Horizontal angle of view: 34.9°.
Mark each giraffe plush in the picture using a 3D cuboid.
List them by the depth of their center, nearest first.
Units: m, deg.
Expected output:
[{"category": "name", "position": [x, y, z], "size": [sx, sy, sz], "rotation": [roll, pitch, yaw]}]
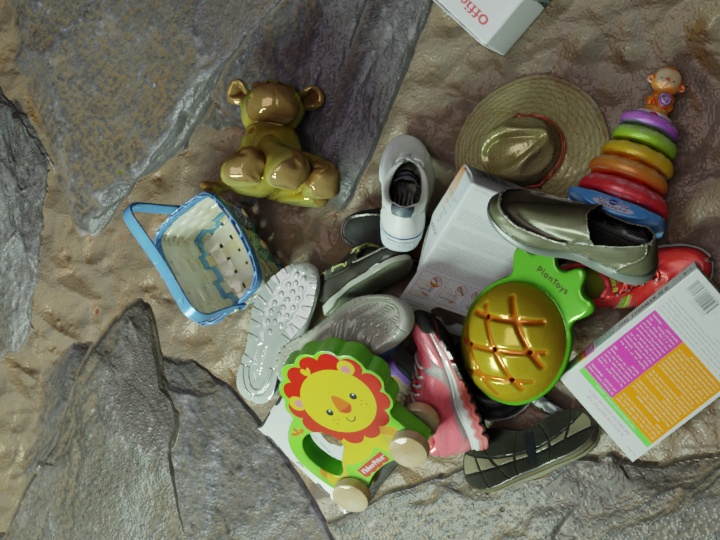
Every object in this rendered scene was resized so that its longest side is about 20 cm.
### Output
[{"category": "giraffe plush", "position": [-0.113, -0.177, 1.508], "size": [0.200, 0.172, 0.164], "rotation": [-6, 75, 59]}]

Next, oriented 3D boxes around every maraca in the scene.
[{"category": "maraca", "position": [0.189, 0.064, 1.322], "size": [0.137, 0.107, 0.201], "rotation": [39, 118, 20]}]

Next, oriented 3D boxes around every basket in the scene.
[{"category": "basket", "position": [-0.208, -0.018, 1.505], "size": [0.139, 0.200, 0.177], "rotation": [-40, 77, 28]}]

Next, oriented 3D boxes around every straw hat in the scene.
[{"category": "straw hat", "position": [0.193, -0.144, 1.379], "size": [0.200, 0.085, 0.203], "rotation": [0, 90, 26]}]

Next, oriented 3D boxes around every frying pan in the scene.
[{"category": "frying pan", "position": [0.199, 0.132, 1.403], "size": [0.188, 0.031, 0.116], "rotation": [6, 102, 13]}]

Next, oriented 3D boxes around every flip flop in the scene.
[{"category": "flip flop", "position": [0.208, 0.221, 1.385], "size": [0.199, 0.057, 0.082], "rotation": [-26, 49, 32]}]

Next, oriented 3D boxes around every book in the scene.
[{"category": "book", "position": [0.344, 0.104, 1.303], "size": [0.200, 0.048, 0.134], "rotation": [-41, 98, 18]}]

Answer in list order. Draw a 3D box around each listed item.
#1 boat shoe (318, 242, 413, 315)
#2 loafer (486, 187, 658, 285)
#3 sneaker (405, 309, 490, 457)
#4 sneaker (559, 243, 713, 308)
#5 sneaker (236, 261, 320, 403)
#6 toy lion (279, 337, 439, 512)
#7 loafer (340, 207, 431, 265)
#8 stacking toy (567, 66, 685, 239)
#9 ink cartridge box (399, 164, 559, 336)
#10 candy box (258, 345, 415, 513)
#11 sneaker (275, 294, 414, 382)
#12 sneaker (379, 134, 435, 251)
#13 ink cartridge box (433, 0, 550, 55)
[{"category": "boat shoe", "position": [0.000, 0.000, 1.440], "size": [0.201, 0.071, 0.061], "rotation": [-37, 62, 56]}, {"category": "loafer", "position": [0.237, -0.052, 1.259], "size": [0.199, 0.070, 0.075], "rotation": [19, 54, 8]}, {"category": "sneaker", "position": [0.086, 0.143, 1.359], "size": [0.086, 0.074, 0.201], "rotation": [-21, 112, 6]}, {"category": "sneaker", "position": [0.306, 0.015, 1.326], "size": [0.199, 0.085, 0.078], "rotation": [-10, 87, 26]}, {"category": "sneaker", "position": [-0.102, 0.077, 1.518], "size": [0.076, 0.080, 0.201], "rotation": [30, 105, 18]}, {"category": "toy lion", "position": [-0.020, 0.172, 1.343], "size": [0.191, 0.069, 0.200], "rotation": [38, 130, -8]}, {"category": "loafer", "position": [0.059, -0.042, 1.450], "size": [0.199, 0.072, 0.073], "rotation": [8, 94, 26]}, {"category": "stacking toy", "position": [0.326, -0.143, 1.320], "size": [0.115, 0.110, 0.201], "rotation": [22, 86, 16]}, {"category": "ink cartridge box", "position": [0.146, -0.013, 1.378], "size": [0.201, 0.161, 0.050], "rotation": [-57, 27, 29]}, {"category": "candy box", "position": [-0.010, 0.181, 1.484], "size": [0.168, 0.071, 0.201], "rotation": [41, 106, 19]}, {"category": "sneaker", "position": [0.004, 0.094, 1.378], "size": [0.199, 0.111, 0.077], "rotation": [-31, 59, 29]}, {"category": "sneaker", "position": [0.061, -0.111, 1.397], "size": [0.072, 0.201, 0.071], "rotation": [7, 133, -5]}, {"category": "ink cartridge box", "position": [0.178, -0.386, 1.386], "size": [0.145, 0.084, 0.200], "rotation": [47, 107, 19]}]
